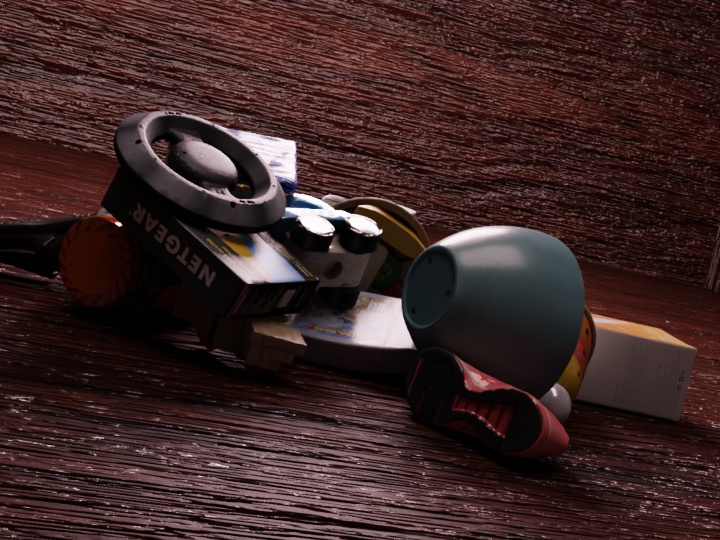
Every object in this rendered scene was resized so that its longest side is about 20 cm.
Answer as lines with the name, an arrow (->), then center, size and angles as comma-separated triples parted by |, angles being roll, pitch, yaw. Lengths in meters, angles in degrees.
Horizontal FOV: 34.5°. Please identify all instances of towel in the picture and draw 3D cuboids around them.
towel -> -0.146, -0.144, 1.406 | 0.142, 0.024, 0.201 | 12, 20, -8

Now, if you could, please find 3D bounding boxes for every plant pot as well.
plant pot -> 0.122, 0.038, 1.241 | 0.133, 0.203, 0.199 | 19, 3, -34

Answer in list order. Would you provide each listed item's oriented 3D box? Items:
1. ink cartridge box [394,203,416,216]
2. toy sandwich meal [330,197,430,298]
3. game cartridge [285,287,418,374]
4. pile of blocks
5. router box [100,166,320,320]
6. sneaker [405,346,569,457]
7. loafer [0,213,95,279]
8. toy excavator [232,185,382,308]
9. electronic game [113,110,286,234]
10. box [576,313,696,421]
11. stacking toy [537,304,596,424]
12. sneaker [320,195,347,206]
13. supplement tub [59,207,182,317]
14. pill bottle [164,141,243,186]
ink cartridge box -> 0.023, -0.033, 1.882 | 0.084, 0.149, 0.200 | 16, 8, 7
toy sandwich meal -> 0.000, 0.000, 1.454 | 0.202, 0.208, 0.070 | 12, 19, -14
game cartridge -> -0.018, 0.065, 1.336 | 0.196, 0.042, 0.133 | 10, 22, 8
pile of blocks -> -0.131, 0.063, 1.221 | 0.081, 0.063, 0.199 | 10, 16, -43
router box -> -0.155, -0.029, 1.218 | 0.199, 0.051, 0.149 | 40, 18, 21
sneaker -> 0.123, 0.140, 1.146 | 0.086, 0.075, 0.199 | 28, -2, -42
loafer -> -0.376, -0.024, 1.362 | 0.196, 0.073, 0.073 | -6, 2, 2
toy excavator -> -0.100, -0.052, 1.346 | 0.192, 0.101, 0.200 | 1, 32, -33
electronic game -> -0.169, -0.106, 1.237 | 0.197, 0.042, 0.201 | 24, 28, -14
box -> 0.311, 0.114, 1.499 | 0.196, 0.099, 0.124 | 12, 7, -10
stacking toy -> 0.205, 0.119, 1.310 | 0.143, 0.148, 0.201 | 13, 26, -3
sneaker -> -0.019, -0.018, 1.599 | 0.082, 0.082, 0.201 | -15, -45, 20
supplement tub -> -0.243, -0.012, 1.316 | 0.121, 0.125, 0.199 | 16, 7, 21
pill bottle -> -0.216, -0.074, 1.524 | 0.107, 0.204, 0.109 | 13, 7, -2
